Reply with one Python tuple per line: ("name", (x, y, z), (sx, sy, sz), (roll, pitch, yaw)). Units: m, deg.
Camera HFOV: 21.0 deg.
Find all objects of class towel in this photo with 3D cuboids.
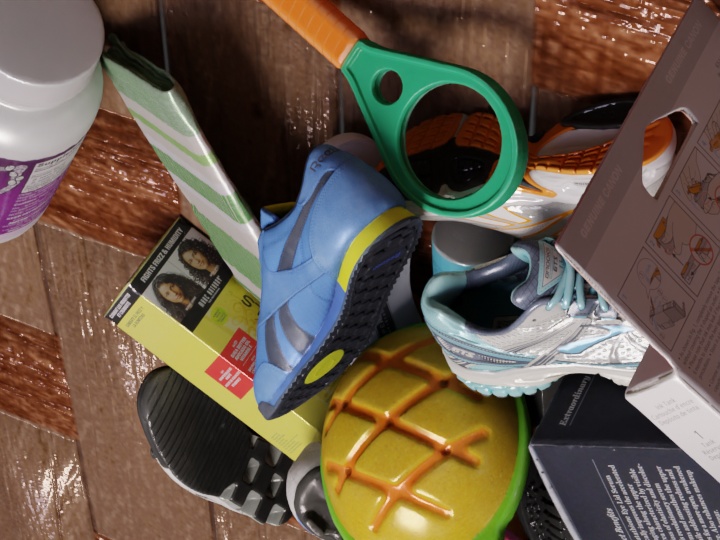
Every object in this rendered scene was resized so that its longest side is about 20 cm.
("towel", (-0.088, -0.049, 1.196), (0.200, 0.023, 0.153), (59, 169, -27))

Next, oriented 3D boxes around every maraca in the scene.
("maraca", (0.039, 0.125, 1.153), (0.137, 0.201, 0.107), (-16, 153, 26))

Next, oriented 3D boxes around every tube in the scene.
("tube", (0.075, 0.044, 1.222), (0.077, 0.050, 0.200), (22, 144, 24))

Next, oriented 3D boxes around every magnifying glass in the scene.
("magnifying glass", (0.012, -0.106, 1.073), (0.200, 0.022, 0.080), (43, 114, 18))

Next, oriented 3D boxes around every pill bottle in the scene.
("pill bottle", (-0.223, -0.103, 1.205), (0.112, 0.112, 0.200), (36, 147, -4))

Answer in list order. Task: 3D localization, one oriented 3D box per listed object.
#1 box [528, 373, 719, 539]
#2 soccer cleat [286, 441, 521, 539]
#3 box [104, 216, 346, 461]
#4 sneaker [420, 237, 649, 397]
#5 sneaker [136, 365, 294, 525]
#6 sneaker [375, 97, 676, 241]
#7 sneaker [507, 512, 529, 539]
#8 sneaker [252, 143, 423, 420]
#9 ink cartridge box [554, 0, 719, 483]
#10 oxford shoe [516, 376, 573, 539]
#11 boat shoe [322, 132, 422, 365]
("box", (0.218, 0.082, 1.081), (0.199, 0.148, 0.105), (-2, 131, 37))
("soccer cleat", (0.041, 0.168, 1.260), (0.200, 0.086, 0.070), (31, 99, -13))
("box", (-0.069, 0.057, 1.311), (0.200, 0.075, 0.050), (39, 141, -6))
("sneaker", (0.123, 0.018, 1.053), (0.199, 0.078, 0.086), (-15, 142, 27))
("sneaker", (-0.121, 0.122, 1.387), (0.088, 0.074, 0.200), (18, 159, 33))
("sneaker", (0.095, -0.037, 1.103), (0.199, 0.076, 0.092), (0, 135, 36))
("sneaker", (0.130, 0.174, 1.300), (0.199, 0.077, 0.079), (-7, 97, 22))
("sneaker", (-0.029, 0.007, 1.120), (0.078, 0.066, 0.200), (45, 140, 17))
("ink cartridge box", (0.181, -0.011, 0.965), (0.176, 0.200, 0.045), (42, 142, -11))
("oxford shoe", (0.138, 0.108, 1.203), (0.073, 0.084, 0.201), (42, 143, 51))
("boat shoe", (0.000, 0.000, 1.213), (0.057, 0.068, 0.201), (-130, 23, -56))
